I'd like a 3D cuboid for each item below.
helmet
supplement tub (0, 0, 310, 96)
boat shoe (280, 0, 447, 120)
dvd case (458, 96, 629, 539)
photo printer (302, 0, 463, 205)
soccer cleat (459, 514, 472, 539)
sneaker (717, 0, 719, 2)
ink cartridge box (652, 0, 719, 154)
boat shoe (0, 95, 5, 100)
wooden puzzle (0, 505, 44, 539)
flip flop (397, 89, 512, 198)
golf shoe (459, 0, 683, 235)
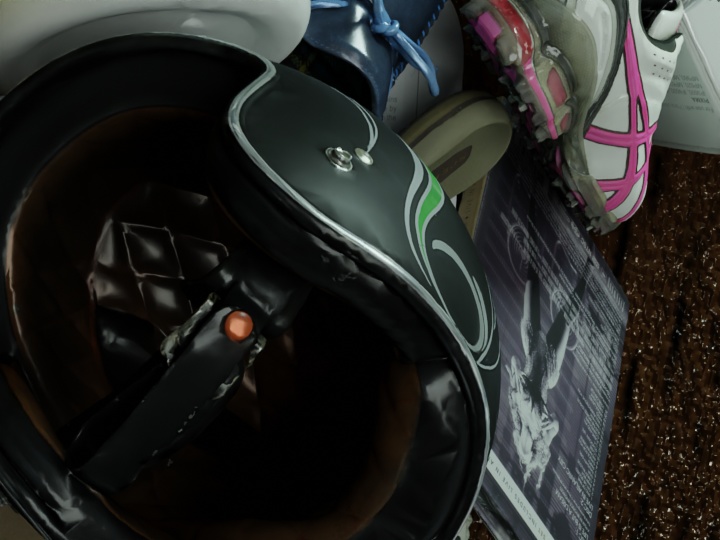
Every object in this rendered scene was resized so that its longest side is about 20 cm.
[{"bbox_3d":[-0.049,0.018,0.774,0.200,0.191,0.200,-5,113,-11],"label":"helmet"},{"bbox_3d":[-0.097,-0.173,0.859,0.132,0.132,0.200,0,72,-31],"label":"supplement tub"},{"bbox_3d":[-0.009,-0.078,0.918,0.084,0.069,0.200,39,76,-28],"label":"boat shoe"},{"bbox_3d":[0.078,0.040,1.024,0.149,0.016,0.200,55,34,-35],"label":"dvd case"},{"bbox_3d":[-0.034,-0.042,0.989,0.166,0.069,0.201,-1,97,-31],"label":"photo printer"},{"bbox_3d":[0.024,0.118,0.984,0.077,0.069,0.200,-28,118,-24],"label":"soccer cleat"},{"bbox_3d":[0.094,-0.189,0.965,0.200,0.066,0.079,20,115,-18],"label":"sneaker"},{"bbox_3d":[0.174,-0.177,1.088,0.146,0.085,0.200,-38,112,-20],"label":"ink cartridge box"},{"bbox_3d":[-0.172,0.026,0.843,0.199,0.068,0.074,-48,123,7],"label":"boat shoe"},{"bbox_3d":[-0.139,0.148,0.849,0.200,0.185,0.037,-48,150,-8],"label":"wooden puzzle"},{"bbox_3d":[0.000,0.000,0.924,0.200,0.081,0.058,-39,77,-26],"label":"flip flop"},{"bbox_3d":[0.112,-0.080,0.988,0.092,0.073,0.200,-33,155,0],"label":"golf shoe"}]
